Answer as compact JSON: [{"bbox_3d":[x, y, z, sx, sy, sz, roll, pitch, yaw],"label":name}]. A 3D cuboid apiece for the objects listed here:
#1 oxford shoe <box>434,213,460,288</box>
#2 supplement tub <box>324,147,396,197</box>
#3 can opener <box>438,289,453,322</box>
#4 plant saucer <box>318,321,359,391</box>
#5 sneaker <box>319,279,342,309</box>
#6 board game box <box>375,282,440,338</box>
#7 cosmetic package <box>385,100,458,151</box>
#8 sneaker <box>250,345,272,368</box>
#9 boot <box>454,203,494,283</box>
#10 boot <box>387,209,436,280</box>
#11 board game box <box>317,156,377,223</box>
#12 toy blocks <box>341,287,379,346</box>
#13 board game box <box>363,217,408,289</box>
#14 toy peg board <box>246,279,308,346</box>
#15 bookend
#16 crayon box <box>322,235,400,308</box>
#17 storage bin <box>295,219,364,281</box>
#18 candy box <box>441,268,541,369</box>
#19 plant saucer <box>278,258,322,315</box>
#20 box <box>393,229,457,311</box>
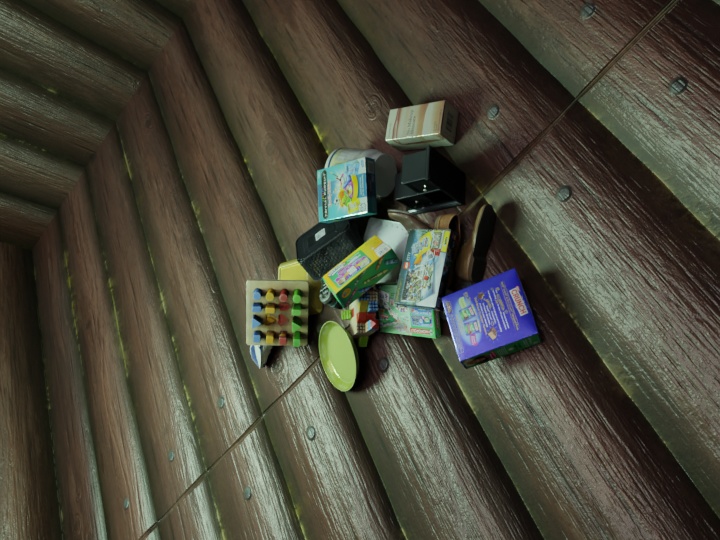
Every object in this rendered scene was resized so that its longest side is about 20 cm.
[{"bbox_3d":[0.230,-0.052,1.558,0.070,0.069,0.208,-10,74,57],"label":"oxford shoe"},{"bbox_3d":[0.001,-0.295,1.796,0.196,0.143,0.150,13,85,41],"label":"supplement tub"},{"bbox_3d":[0.248,0.136,1.529,0.067,0.051,0.204,109,145,-48],"label":"can opener"},{"bbox_3d":[-0.058,0.246,1.719,0.198,0.030,0.208,23,119,51],"label":"plant saucer"},{"bbox_3d":[-0.085,0.035,1.825,0.075,0.078,0.205,-34,38,33],"label":"sneaker"},{"bbox_3d":[0.127,0.106,1.608,0.196,0.029,0.140,2,102,43],"label":"board game box"},{"bbox_3d":[0.177,-0.419,1.719,0.195,0.086,0.107,1,78,41],"label":"cosmetic package"},{"bbox_3d":[-0.298,0.221,1.947,0.080,0.112,0.206,37,130,42],"label":"sneaker"},{"bbox_3d":[0.294,-0.075,1.535,0.074,0.072,0.207,14,89,51],"label":"boot"},{"bbox_3d":[0.129,-0.052,1.638,0.181,0.064,0.207,20,93,16],"label":"boot"},{"bbox_3d":[-0.042,-0.228,1.705,0.195,0.046,0.157,-6,85,42],"label":"board game box"},{"bbox_3d":[0.009,0.099,1.660,0.137,0.096,0.208,134,136,-66],"label":"toy blocks"},{"bbox_3d":[0.077,-0.041,1.735,0.196,0.026,0.207,14,87,42],"label":"board game box"},{"bbox_3d":[-0.256,0.140,1.811,0.098,0.191,0.208,-119,31,-79],"label":"toy peg board"},{"bbox_3d":[0.157,-0.238,1.609,0.194,0.197,0.096,-7,71,37],"label":"bookend"},{"bbox_3d":[0.000,0.000,1.625,0.198,0.059,0.119,-38,30,-5],"label":"crayon box"},{"bbox_3d":[-0.095,-0.082,1.798,0.197,0.094,0.137,-33,34,12],"label":"storage bin"},{"bbox_3d":[0.314,0.117,1.422,0.195,0.077,0.174,-22,61,17],"label":"candy box"},{"bbox_3d":[-0.209,0.048,1.940,0.195,0.048,0.208,-14,68,37],"label":"plant saucer"},{"bbox_3d":[0.168,-0.004,1.528,0.134,0.037,0.207,3,75,42],"label":"box"}]
